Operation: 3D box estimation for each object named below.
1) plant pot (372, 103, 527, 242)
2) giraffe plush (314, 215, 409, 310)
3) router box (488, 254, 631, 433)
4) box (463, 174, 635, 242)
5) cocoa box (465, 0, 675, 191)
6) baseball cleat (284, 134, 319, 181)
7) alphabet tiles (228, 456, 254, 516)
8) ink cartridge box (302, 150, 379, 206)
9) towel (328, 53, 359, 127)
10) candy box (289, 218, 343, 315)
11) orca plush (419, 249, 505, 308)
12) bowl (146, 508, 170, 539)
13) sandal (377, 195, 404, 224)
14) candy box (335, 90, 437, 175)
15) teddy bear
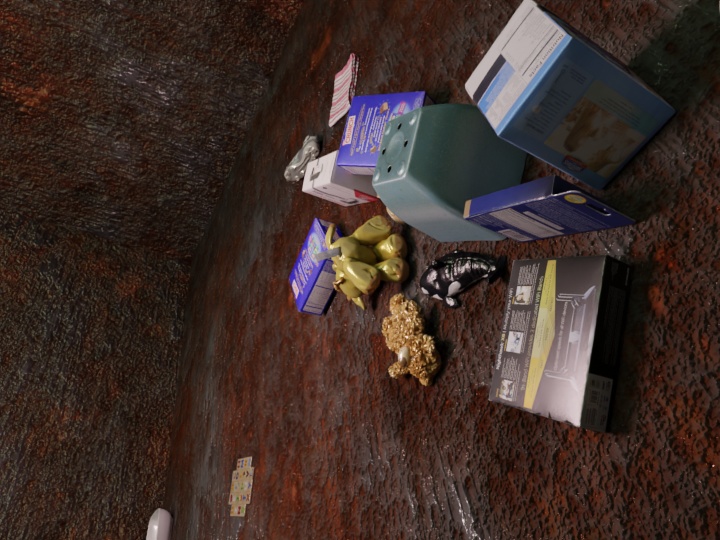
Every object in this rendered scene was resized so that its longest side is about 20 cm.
[{"bbox_3d":[0.136,-0.175,0.893,0.195,0.197,0.200,4,78,63],"label":"plant pot"},{"bbox_3d":[0.000,0.000,1.141,0.163,0.195,0.176,94,173,-59],"label":"giraffe plush"},{"bbox_3d":[0.251,0.086,0.676,0.156,0.051,0.204,-2,74,64],"label":"router box"},{"bbox_3d":[0.247,-0.080,0.703,0.199,0.119,0.033,-6,68,62],"label":"box"},{"bbox_3d":[0.260,-0.218,0.666,0.134,0.197,0.133,-53,33,33],"label":"cocoa box"},{"bbox_3d":[-0.199,-0.399,1.858,0.199,0.069,0.108,-33,39,40],"label":"baseball cleat"},{"bbox_3d":[-0.372,0.673,1.636,0.199,0.006,0.170,-36,45,53],"label":"alphabet tiles"},{"bbox_3d":[-0.046,-0.230,1.348,0.199,0.144,0.085,4,79,64],"label":"ink cartridge box"},{"bbox_3d":[-0.059,-0.584,1.709,0.146,0.029,0.204,-27,52,58],"label":"towel"},{"bbox_3d":[-0.113,-0.010,1.417,0.202,0.076,0.170,-61,30,22],"label":"candy box"},{"bbox_3d":[0.152,0.008,0.898,0.199,0.070,0.107,8,82,64],"label":"orca plush"},{"bbox_3d":[-0.878,1.163,2.291,0.200,0.073,0.203,-50,34,40],"label":"bowl"},{"bbox_3d":[0.089,-0.137,1.132,0.211,0.076,0.071,-146,55,-69],"label":"sandal"},{"bbox_3d":[0.057,-0.302,1.175,0.197,0.077,0.173,10,83,35],"label":"candy box"},{"bbox_3d":[0.081,0.126,0.979,0.146,0.066,0.202,-58,29,34],"label":"teddy bear"}]
